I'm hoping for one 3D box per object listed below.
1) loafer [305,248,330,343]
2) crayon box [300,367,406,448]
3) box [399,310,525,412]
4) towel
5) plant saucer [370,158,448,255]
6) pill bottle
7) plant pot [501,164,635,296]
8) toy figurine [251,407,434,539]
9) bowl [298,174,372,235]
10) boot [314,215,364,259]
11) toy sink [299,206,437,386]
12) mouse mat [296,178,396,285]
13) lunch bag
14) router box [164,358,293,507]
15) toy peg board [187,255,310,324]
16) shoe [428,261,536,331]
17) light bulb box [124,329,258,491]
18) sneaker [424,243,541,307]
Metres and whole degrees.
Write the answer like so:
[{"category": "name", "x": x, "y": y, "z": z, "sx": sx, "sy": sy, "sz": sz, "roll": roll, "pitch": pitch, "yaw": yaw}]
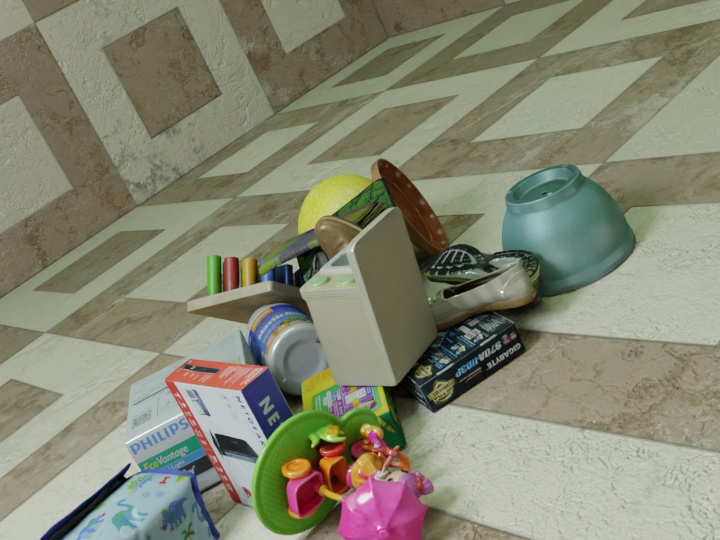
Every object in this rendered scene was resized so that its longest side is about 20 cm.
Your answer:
[{"category": "loafer", "x": -0.058, "y": 0.035, "z": 1.496, "sx": 0.062, "sy": 0.073, "sz": 0.201, "roll": -11, "pitch": 39, "yaw": -9}, {"category": "crayon box", "x": -0.014, "y": 0.190, "z": 1.330, "sx": 0.118, "sy": 0.059, "sz": 0.200, "roll": -26, "pitch": 20, "yaw": 4}, {"category": "box", "x": 0.116, "y": 0.108, "z": 1.385, "sx": 0.158, "sy": 0.046, "sz": 0.200, "roll": -32, "pitch": 20, "yaw": -12}, {"category": "towel", "x": -0.061, "y": -0.054, "z": 1.584, "sx": 0.198, "sy": 0.023, "sz": 0.144, "roll": -23, "pitch": 12, "yaw": 26}, {"category": "plant saucer", "x": 0.082, "y": -0.108, "z": 1.739, "sx": 0.032, "sy": 0.201, "sz": 0.201, "roll": -37, "pitch": 16, "yaw": 19}, {"category": "pill bottle", "x": -0.118, "y": 0.115, "z": 1.568, "sx": 0.111, "sy": 0.113, "sz": 0.200, "roll": -31, "pitch": 21, "yaw": -12}, {"category": "plant pot", "x": 0.292, "y": -0.072, "z": 1.472, "sx": 0.198, "sy": 0.135, "sz": 0.201, "roll": -24, "pitch": 21, "yaw": 10}, {"category": "toy figurine", "x": 0.009, "y": 0.246, "z": 1.107, "sx": 0.198, "sy": 0.152, "sz": 0.183, "roll": -23, "pitch": 27, "yaw": -37}, {"category": "bowl", "x": 0.000, "y": -0.076, "z": 1.737, "sx": 0.199, "sy": 0.202, "sz": 0.107, "roll": -37, "pitch": 13, "yaw": -26}, {"category": "boot", "x": 0.000, "y": 0.000, "z": 1.460, "sx": 0.074, "sy": 0.200, "sz": 0.075, "roll": -48, "pitch": -6, "yaw": 34}, {"category": "toy sink", "x": 0.005, "y": 0.034, "z": 1.317, "sx": 0.111, "sy": 0.202, "sz": 0.130, "roll": -3, "pitch": 26, "yaw": 34}, {"category": "mouse mat", "x": -0.023, "y": -0.055, "z": 1.621, "sx": 0.199, "sy": 0.008, "sz": 0.162, "roll": -38, "pitch": 37, "yaw": 13}, {"category": "lunch bag", "x": -0.308, "y": 0.334, "z": 1.234, "sx": 0.198, "sy": 0.129, "sz": 0.170, "roll": -7, "pitch": 20, "yaw": 37}, {"category": "router box", "x": -0.140, "y": 0.209, "z": 1.236, "sx": 0.049, "sy": 0.202, "sz": 0.178, "roll": -39, "pitch": 23, "yaw": -34}, {"category": "toy peg board", "x": -0.164, "y": 0.022, "z": 1.713, "sx": 0.197, "sy": 0.099, "sz": 0.199, "roll": -14, "pitch": -18, "yaw": 35}, {"category": "shoe", "x": 0.145, "y": 0.036, "z": 1.376, "sx": 0.198, "sy": 0.054, "sz": 0.070, "roll": -16, "pitch": 21, "yaw": 25}, {"category": "light bulb box", "x": -0.230, "y": 0.214, "z": 1.451, "sx": 0.196, "sy": 0.126, "sz": 0.200, "roll": -27, "pitch": 21, "yaw": -1}, {"category": "sneaker", "x": 0.179, "y": 0.017, "z": 1.450, "sx": 0.198, "sy": 0.082, "sz": 0.074, "roll": 10, "pitch": 46, "yaw": 42}]
